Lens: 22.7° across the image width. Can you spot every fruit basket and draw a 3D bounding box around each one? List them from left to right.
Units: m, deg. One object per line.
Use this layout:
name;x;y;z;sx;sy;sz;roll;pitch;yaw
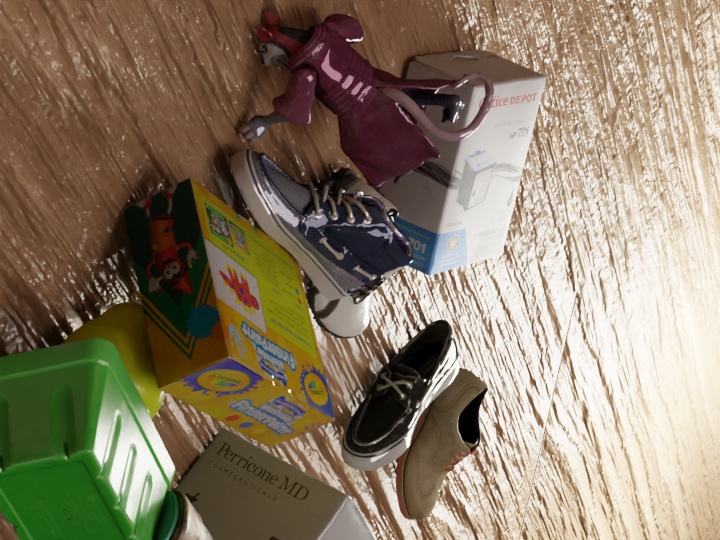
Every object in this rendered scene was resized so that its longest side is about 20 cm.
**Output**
fruit basket;-0.227;0.114;1.449;0.216;0.154;0.217;-11;90;-85

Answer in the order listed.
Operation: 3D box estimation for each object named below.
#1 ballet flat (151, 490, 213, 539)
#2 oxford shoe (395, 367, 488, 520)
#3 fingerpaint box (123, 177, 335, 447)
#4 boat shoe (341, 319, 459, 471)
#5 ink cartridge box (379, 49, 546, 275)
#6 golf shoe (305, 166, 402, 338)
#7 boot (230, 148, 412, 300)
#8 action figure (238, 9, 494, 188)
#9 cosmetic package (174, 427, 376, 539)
ballet flat;-0.164;0.224;1.541;0.067;0.200;0.068;37;82;-19
oxford shoe;0.093;0.204;2.036;0.070;0.074;0.201;-19;127;-52
fingerpaint box;-0.110;0.041;1.517;0.073;0.168;0.200;-23;154;16
boat shoe;0.040;0.129;1.912;0.200;0.070;0.064;-51;149;-38
ink cartridge box;0.097;-0.111;1.808;0.146;0.086;0.201;-16;126;-52
golf shoe;0.000;0.000;1.728;0.078;0.094;0.201;-44;145;-33
boot;-0.033;-0.055;1.602;0.090;0.073;0.200;-25;138;15
action figure;-0.011;-0.154;1.545;0.200;0.149;0.135;35;70;-27
cosmetic package;-0.105;0.295;1.706;0.200;0.164;0.165;-54;148;-20
